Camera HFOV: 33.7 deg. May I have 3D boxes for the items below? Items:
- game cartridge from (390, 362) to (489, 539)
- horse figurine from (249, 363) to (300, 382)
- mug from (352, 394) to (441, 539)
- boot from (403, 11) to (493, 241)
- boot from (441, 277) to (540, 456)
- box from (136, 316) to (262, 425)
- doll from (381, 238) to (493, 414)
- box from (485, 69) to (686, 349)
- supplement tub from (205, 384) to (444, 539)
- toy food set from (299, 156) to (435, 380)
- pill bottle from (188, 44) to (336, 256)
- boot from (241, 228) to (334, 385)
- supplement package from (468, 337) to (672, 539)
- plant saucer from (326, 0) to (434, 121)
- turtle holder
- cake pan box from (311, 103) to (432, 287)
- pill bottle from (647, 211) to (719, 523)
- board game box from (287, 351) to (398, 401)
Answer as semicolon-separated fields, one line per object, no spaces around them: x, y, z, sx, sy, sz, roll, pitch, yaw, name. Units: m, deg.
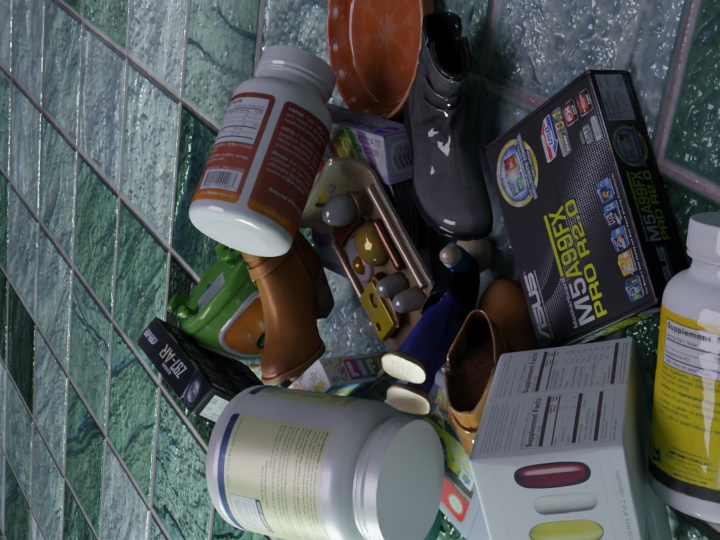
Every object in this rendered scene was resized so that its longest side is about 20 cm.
0.096;0.169;1.145;0.200;0.041;0.134;45;130;39;game cartridge
-0.070;0.184;1.454;0.050;0.131;0.202;-99;11;-62;horse figurine
0.023;0.241;1.282;0.153;0.113;0.186;59;141;37;mug
0.081;-0.137;1.109;0.132;0.069;0.201;97;159;-51;boot
0.115;0.067;1.026;0.155;0.073;0.202;54;-148;-54;boot
-0.177;0.152;1.531;0.044;0.200;0.160;-50;50;4;box
0.081;0.034;1.104;0.048;0.200;0.137;11;133;23;doll
0.189;-0.045;1.013;0.160;0.044;0.202;-34;66;57;box
-0.034;0.192;1.147;0.199;0.145;0.147;4;100;34;supplement tub
0.000;0.000;1.228;0.201;0.060;0.144;63;152;17;toy food set
-0.094;-0.126;1.234;0.112;0.112;0.202;-13;54;60;pill bottle
-0.091;0.017;1.293;0.076;0.200;0.156;-13;117;26;boot
0.166;0.180;0.899;0.110;0.156;0.202;-9;112;20;supplement package
0.023;-0.260;1.277;0.200;0.032;0.202;20;113;58;plant saucer
-0.168;0.050;1.556;0.142;0.132;0.185;-57;18;-23;turtle holder
0.006;-0.075;1.294;0.200;0.052;0.186;26;129;55;cake pan box
0.264;0.065;0.833;0.112;0.112;0.202;22;113;57;pill bottle
-0.048;0.158;1.321;0.200;0.134;0.034;-44;63;36;board game box
